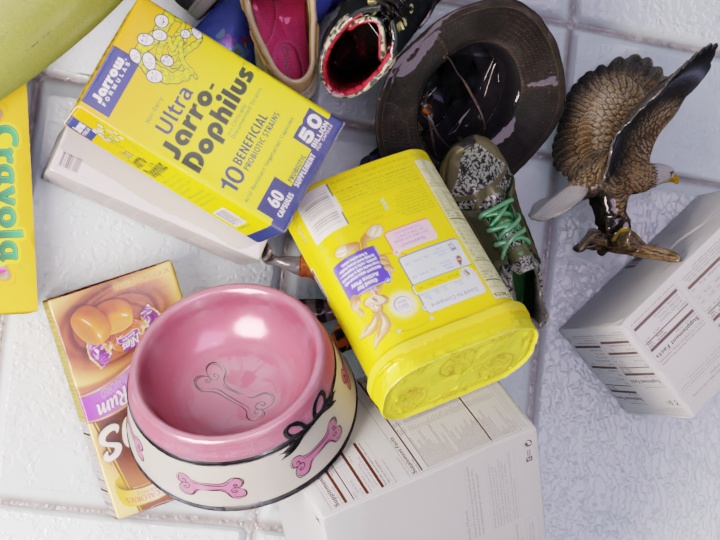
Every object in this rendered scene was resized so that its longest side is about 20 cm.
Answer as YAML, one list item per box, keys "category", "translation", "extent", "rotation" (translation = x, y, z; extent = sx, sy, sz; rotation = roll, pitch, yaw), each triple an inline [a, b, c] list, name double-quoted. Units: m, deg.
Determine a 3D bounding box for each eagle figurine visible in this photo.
- category: "eagle figurine"
  translation: [0.246, -0.113, 1.728]
  extent: [0.150, 0.151, 0.203]
  rotation: [7, 91, 21]

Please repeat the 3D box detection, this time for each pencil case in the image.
- category: "pencil case"
  translation: [-0.088, -0.222, 1.682]
  extent: [0.200, 0.078, 0.087]
  rotation: [-47, 114, -13]

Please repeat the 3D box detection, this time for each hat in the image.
- category: "hat"
  translation: [0.087, -0.161, 1.716]
  extent: [0.199, 0.081, 0.203]
  rotation: [-11, 115, -24]

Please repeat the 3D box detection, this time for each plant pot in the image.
- category: "plant pot"
  translation: [-0.301, -0.233, 1.557]
  extent: [0.186, 0.187, 0.201]
  rotation: [37, 73, -11]

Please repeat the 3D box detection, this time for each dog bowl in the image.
- category: "dog bowl"
  translation: [-0.104, 0.095, 1.550]
  extent: [0.198, 0.074, 0.202]
  rotation: [-5, 49, 6]

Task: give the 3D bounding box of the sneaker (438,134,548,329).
- category: "sneaker"
  translation: [0.133, -0.031, 1.698]
  extent: [0.076, 0.088, 0.202]
  rotation: [-30, 119, -17]

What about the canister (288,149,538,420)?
- category: "canister"
  translation: [0.040, 0.007, 1.585]
  extent: [0.147, 0.087, 0.201]
  rotation: [-20, 62, -17]

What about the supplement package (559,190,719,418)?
- category: "supplement package"
  translation: [0.311, 0.029, 1.737]
  extent: [0.200, 0.156, 0.111]
  rotation: [-42, 97, -13]

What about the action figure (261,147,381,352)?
- category: "action figure"
  translation: [0.000, 0.000, 1.699]
  extent: [0.191, 0.105, 0.202]
  rotation: [-7, 75, -22]

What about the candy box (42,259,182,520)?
- category: "candy box"
  translation: [-0.194, 0.104, 1.650]
  extent: [0.116, 0.056, 0.202]
  rotation: [-19, 94, -16]

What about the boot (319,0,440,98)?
- category: "boot"
  translation: [0.036, -0.238, 1.623]
  extent: [0.073, 0.154, 0.204]
  rotation: [38, 106, -8]

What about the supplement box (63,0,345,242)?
- category: "supplement box"
  translation: [-0.132, -0.123, 1.567]
  extent: [0.199, 0.109, 0.110]
  rotation: [31, 79, -11]

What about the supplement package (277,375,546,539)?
- category: "supplement package"
  translation: [0.041, 0.201, 1.623]
  extent: [0.198, 0.147, 0.193]
  rotation: [-21, 128, -15]

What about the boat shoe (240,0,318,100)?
- category: "boat shoe"
  translation: [-0.070, -0.244, 1.612]
  extent: [0.073, 0.069, 0.202]
  rotation: [-13, 84, -11]

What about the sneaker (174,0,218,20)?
- category: "sneaker"
  translation: [-0.117, -0.333, 1.680]
  extent: [0.106, 0.075, 0.200]
  rotation: [42, 79, -9]

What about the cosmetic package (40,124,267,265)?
- category: "cosmetic package"
  translation: [-0.178, -0.067, 1.649]
  extent: [0.198, 0.082, 0.051]
  rotation: [24, 79, -13]

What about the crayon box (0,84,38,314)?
- category: "crayon box"
  translation: [-0.369, -0.060, 1.608]
  extent: [0.170, 0.058, 0.203]
  rotation: [-3, 88, -15]
